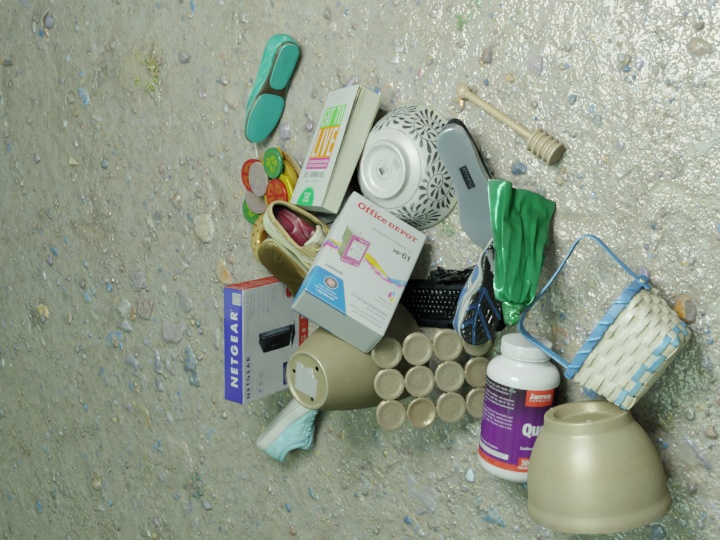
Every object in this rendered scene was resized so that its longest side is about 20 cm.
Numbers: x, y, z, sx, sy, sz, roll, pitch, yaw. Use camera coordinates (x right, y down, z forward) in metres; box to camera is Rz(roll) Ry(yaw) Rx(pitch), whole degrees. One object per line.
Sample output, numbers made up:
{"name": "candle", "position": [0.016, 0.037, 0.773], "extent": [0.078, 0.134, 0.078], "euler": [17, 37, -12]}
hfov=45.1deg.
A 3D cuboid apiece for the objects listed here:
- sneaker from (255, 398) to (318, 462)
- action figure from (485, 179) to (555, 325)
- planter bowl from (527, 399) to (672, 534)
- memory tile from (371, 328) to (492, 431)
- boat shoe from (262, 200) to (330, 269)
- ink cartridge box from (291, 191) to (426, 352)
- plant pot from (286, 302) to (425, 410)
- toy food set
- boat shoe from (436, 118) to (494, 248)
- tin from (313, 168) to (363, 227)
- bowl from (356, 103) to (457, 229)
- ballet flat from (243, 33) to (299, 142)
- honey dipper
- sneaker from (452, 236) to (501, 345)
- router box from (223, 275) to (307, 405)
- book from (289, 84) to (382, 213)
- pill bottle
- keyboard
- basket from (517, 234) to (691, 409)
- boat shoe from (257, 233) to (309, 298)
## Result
{"name": "sneaker", "position": [-0.106, 0.283, 1.611], "extent": [0.082, 0.074, 0.200], "euler": [41, 118, -11]}
{"name": "action figure", "position": [0.221, -0.019, 1.238], "extent": [0.055, 0.115, 0.205], "euler": [135, 146, -63]}
{"name": "planter bowl", "position": [0.320, 0.258, 1.196], "extent": [0.197, 0.198, 0.138], "euler": [-6, 95, 36]}
{"name": "memory tile", "position": [0.116, 0.170, 1.370], "extent": [0.195, 0.017, 0.157], "euler": [-7, 99, -6]}
{"name": "boat shoe", "position": [-0.078, -0.047, 1.442], "extent": [0.197, 0.066, 0.075], "euler": [31, 72, 1]}
{"name": "ink cartridge box", "position": [0.000, 0.000, 1.365], "extent": [0.143, 0.203, 0.085], "euler": [30, 148, -6]}
{"name": "plant pot", "position": [-0.023, 0.153, 1.423], "extent": [0.184, 0.198, 0.192], "euler": [13, 110, 38]}
{"name": "toy food set", "position": [-0.154, -0.120, 1.558], "extent": [0.199, 0.048, 0.202], "euler": [-33, 74, 50]}
{"name": "boat shoe", "position": [0.170, -0.134, 1.325], "extent": [0.072, 0.068, 0.202], "euler": [-21, 109, 25]}
{"name": "tin", "position": [-0.041, -0.117, 1.505], "extent": [0.110, 0.041, 0.205], "euler": [-13, 90, 41]}
{"name": "bowl", "position": [0.060, -0.162, 1.387], "extent": [0.197, 0.093, 0.206], "euler": [8, 103, 35]}
{"name": "ballet flat", "position": [-0.164, -0.330, 1.553], "extent": [0.071, 0.066, 0.203], "euler": [54, 127, 46]}
{"name": "honey dipper", "position": [0.217, -0.225, 1.296], "extent": [0.199, 0.038, 0.039], "euler": [41, 119, 26]}
{"name": "sneaker", "position": [0.192, 0.012, 1.308], "extent": [0.075, 0.077, 0.203], "euler": [31, 85, -14]}
{"name": "router box", "position": [-0.166, 0.118, 1.547], "extent": [0.048, 0.178, 0.206], "euler": [8, 103, 34]}
{"name": "book", "position": [-0.046, -0.197, 1.425], "extent": [0.133, 0.047, 0.204], "euler": [11, 81, 61]}
{"name": "pill bottle", "position": [0.239, 0.204, 1.302], "extent": [0.110, 0.111, 0.205], "euler": [13, 105, 34]}
{"name": "keyboard", "position": [0.138, 0.044, 1.397], "extent": [0.196, 0.039, 0.107], "euler": [0, 98, 36]}
{"name": "basket", "position": [0.333, 0.077, 1.193], "extent": [0.199, 0.138, 0.178], "euler": [41, 118, 14]}
{"name": "boat shoe", "position": [-0.097, 0.009, 1.520], "extent": [0.072, 0.065, 0.201], "euler": [-22, 119, 34]}
